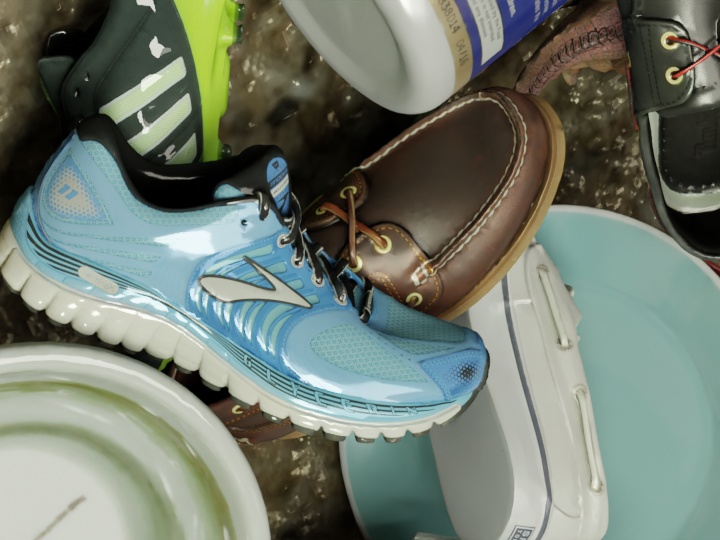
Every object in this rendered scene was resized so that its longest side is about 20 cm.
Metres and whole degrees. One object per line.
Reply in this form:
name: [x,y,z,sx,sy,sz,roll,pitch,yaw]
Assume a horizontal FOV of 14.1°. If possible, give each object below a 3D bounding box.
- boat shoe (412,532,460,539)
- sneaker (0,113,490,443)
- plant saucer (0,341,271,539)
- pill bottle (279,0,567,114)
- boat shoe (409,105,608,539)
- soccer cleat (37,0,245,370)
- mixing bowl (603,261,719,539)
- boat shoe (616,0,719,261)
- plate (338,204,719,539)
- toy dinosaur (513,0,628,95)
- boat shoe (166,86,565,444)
boat shoe: [0.037,0.147,1.238,0.068,0.199,0.074,-11,90,-41]
sneaker: [-0.037,0.001,1.127,0.199,0.078,0.090,21,106,-13]
plant saucer: [-0.135,0.117,1.125,0.199,0.050,0.201,-6,110,-17]
pill bottle: [0.062,-0.166,1.207,0.200,0.116,0.116,-39,121,-17]
boat shoe: [0.063,0.024,1.235,0.065,0.072,0.201,4,58,-31]
soccer cleat: [-0.091,-0.056,1.178,0.080,0.068,0.201,6,112,-3]
mixing bowl: [0.153,0.098,1.350,0.199,0.108,0.201,-10,109,-31]
boat shoe: [0.143,-0.092,1.192,0.073,0.063,0.202,-12,132,-2]
plate: [0.088,0.072,1.276,0.026,0.199,0.201,2,107,-73]
toy dinosaur: [0.141,-0.119,1.261,0.199,0.135,0.086,-31,119,-21]
boat shoe: [0.000,0.000,1.197,0.200,0.071,0.070,-48,146,21]
